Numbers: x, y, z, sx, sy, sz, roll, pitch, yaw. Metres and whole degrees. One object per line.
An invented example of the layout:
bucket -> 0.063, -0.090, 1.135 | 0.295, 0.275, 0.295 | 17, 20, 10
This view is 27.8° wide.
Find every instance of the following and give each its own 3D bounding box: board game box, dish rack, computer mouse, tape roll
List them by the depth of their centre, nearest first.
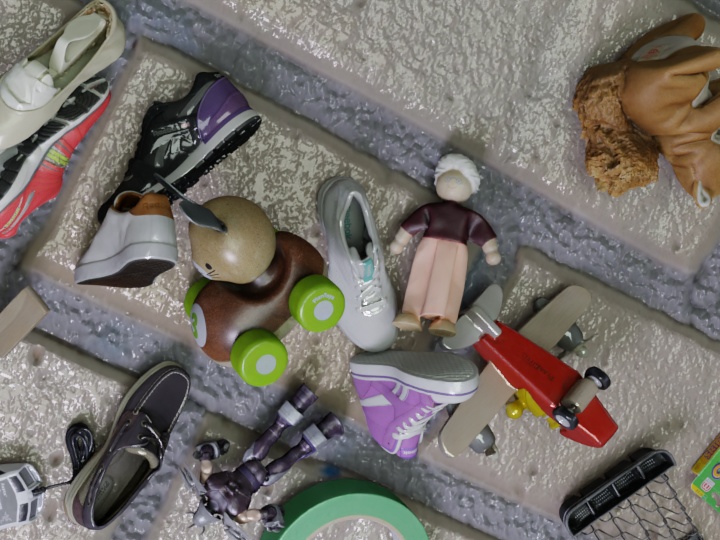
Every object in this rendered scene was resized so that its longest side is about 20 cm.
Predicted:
computer mouse -> -0.376, 0.235, 1.544 | 0.199, 0.044, 0.110 | -12, 107, -18
tape roll -> -0.019, 0.337, 1.640 | 0.200, 0.048, 0.201 | -5, 105, -19
dish rack -> 0.337, 0.322, 1.738 | 0.153, 0.055, 0.200 | -33, 106, -6
board game box -> 0.489, 0.210, 1.773 | 0.095, 0.030, 0.200 | 40, 85, -17

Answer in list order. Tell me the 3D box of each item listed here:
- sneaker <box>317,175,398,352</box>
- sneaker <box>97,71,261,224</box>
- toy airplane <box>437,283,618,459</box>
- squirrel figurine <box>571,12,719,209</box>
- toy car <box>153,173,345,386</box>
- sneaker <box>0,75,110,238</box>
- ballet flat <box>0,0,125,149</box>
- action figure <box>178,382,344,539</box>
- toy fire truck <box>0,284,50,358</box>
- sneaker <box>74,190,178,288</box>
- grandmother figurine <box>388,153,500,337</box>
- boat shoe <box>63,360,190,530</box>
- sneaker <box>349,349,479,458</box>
sneaker -> 0.000, 0.000, 1.577 | 0.075, 0.088, 0.201 | -18, 104, -12
sneaker -> -0.205, -0.127, 1.523 | 0.200, 0.076, 0.088 | -39, 83, -2
toy airplane -> 0.176, 0.115, 1.632 | 0.199, 0.141, 0.200 | -4, 64, -4
squirrel figurine -> 0.340, -0.157, 1.634 | 0.199, 0.142, 0.187 | -23, 115, 4
toy car -> -0.139, -0.012, 1.471 | 0.158, 0.164, 0.200 | -43, 126, -5
sneaker -> -0.326, -0.118, 1.487 | 0.200, 0.077, 0.085 | -51, 150, -17
ballet flat -> -0.309, -0.200, 1.440 | 0.070, 0.069, 0.200 | 50, 60, -17
action figure -> -0.110, 0.217, 1.584 | 0.200, 0.069, 0.130 | -40, 89, -15
toy fire truck -> -0.430, 0.063, 1.467 | 0.200, 0.129, 0.176 | -39, 106, -18
sneaker -> -0.233, -0.031, 1.470 | 0.073, 0.200, 0.085 | 6, 76, -31
grandmother figurine -> 0.094, -0.031, 1.588 | 0.121, 0.061, 0.201 | 11, 78, -4
boat shoe -> -0.236, 0.189, 1.542 | 0.072, 0.065, 0.200 | 45, 73, -34
sneaker -> 0.067, 0.148, 1.565 | 0.072, 0.200, 0.115 | -14, 98, -29
